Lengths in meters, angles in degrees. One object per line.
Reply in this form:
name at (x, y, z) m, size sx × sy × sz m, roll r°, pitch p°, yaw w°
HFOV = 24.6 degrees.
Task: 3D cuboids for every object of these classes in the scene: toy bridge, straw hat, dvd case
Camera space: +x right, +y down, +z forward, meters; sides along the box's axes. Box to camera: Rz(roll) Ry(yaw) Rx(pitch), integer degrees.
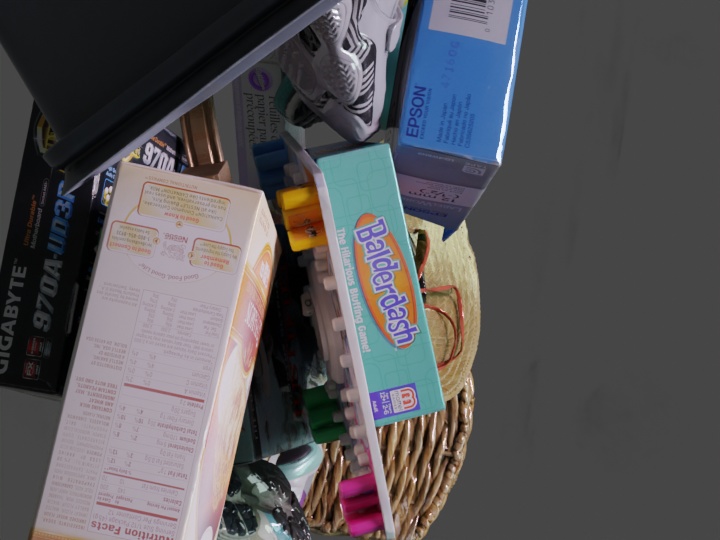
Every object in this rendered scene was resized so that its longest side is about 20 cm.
toy bridge at (-0.106, -0.138, 0.890) m, size 0.067 × 0.027 × 0.201 m, roll -73°, pitch 150°, yaw -72°
straw hat at (0.008, 0.005, 1.198) m, size 0.201 × 0.085 × 0.202 m, roll 19°, pitch 68°, yaw -58°
dvd case at (-0.052, 0.042, 1.051) m, size 0.200 × 0.022 × 0.147 m, roll 3°, pitch 80°, yaw -74°

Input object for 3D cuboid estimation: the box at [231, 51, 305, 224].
box at (-0.062, -0.067, 1.170) m, size 0.041 × 0.039 × 0.201 m, roll -62°, pitch 155°, yaw -52°

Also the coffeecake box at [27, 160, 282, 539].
coffeecake box at (-0.097, 0.065, 0.807) m, size 0.154 × 0.073 × 0.201 m, roll 90°, pitch 12°, yaw -81°

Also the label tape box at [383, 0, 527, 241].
label tape box at (0.051, -0.111, 1.020) m, size 0.200 × 0.066 × 0.144 m, roll 123°, pitch -23°, yaw -76°

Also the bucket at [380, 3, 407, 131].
bucket at (0.022, -0.200, 1.226) m, size 0.207 × 0.134 × 0.208 m, roll 9°, pitch 90°, yaw -76°

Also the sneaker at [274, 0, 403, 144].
sneaker at (0.011, -0.160, 0.883) m, size 0.115 × 0.075 × 0.200 m, roll -36°, pitch 146°, yaw -18°

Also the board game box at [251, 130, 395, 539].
board game box at (-0.025, 0.031, 0.942) m, size 0.200 × 0.026 × 0.201 m, roll -127°, pitch -154°, yaw -76°

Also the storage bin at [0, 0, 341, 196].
storage bin at (-0.080, -0.152, 0.736) m, size 0.135 × 0.200 × 0.146 m, roll 55°, pitch 25°, yaw -7°

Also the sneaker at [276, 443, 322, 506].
sneaker at (-0.077, 0.194, 1.209) m, size 0.140 × 0.077 × 0.200 m, roll 90°, pitch 20°, yaw -47°

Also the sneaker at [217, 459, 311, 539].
sneaker at (-0.103, 0.149, 0.967) m, size 0.200 × 0.086 × 0.078 m, roll 41°, pitch 18°, yaw -57°

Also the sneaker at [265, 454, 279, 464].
sneaker at (-0.084, 0.094, 1.105) m, size 0.090 × 0.075 × 0.201 m, roll 73°, pitch 28°, yaw -69°

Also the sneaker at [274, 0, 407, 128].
sneaker at (-0.009, -0.188, 1.100) m, size 0.201 × 0.079 × 0.078 m, roll -65°, pitch 167°, yaw -6°

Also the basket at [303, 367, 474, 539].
basket at (0.018, 0.114, 1.324) m, size 0.149 × 0.142 × 0.201 m, roll 69°, pitch 29°, yaw -84°

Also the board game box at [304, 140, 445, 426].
board game box at (0.000, 0.000, 0.993) m, size 0.200 × 0.045 × 0.153 m, roll -140°, pitch -143°, yaw -81°

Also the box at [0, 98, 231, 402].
box at (-0.135, -0.001, 0.917) m, size 0.200 × 0.046 × 0.160 m, roll 35°, pitch 64°, yaw -74°
